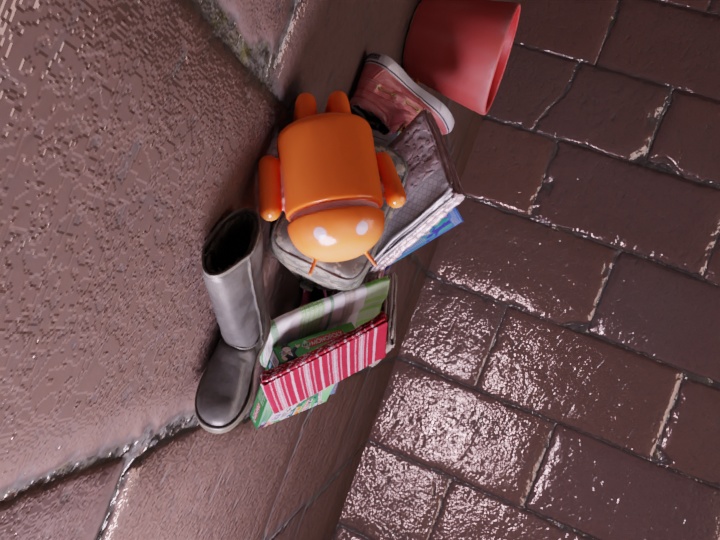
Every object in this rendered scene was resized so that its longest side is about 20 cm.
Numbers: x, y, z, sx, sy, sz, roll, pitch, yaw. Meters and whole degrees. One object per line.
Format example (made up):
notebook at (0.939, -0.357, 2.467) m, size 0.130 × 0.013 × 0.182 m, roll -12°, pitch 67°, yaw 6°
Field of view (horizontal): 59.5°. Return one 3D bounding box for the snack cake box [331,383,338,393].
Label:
snack cake box at (-0.058, 0.141, 1.250) m, size 0.115 × 0.066 × 0.203 m, roll 38°, pitch 72°, yaw -79°

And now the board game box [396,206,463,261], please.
board game box at (0.102, -0.092, 1.293) m, size 0.198 × 0.045 × 0.152 m, roll -31°, pitch 155°, yaw 10°

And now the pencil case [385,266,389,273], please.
pencil case at (0.029, -0.026, 1.189) m, size 0.200 × 0.077 × 0.088 m, roll -52°, pitch -135°, yaw 50°

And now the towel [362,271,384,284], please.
towel at (0.000, 0.000, 1.094) m, size 0.200 × 0.030 × 0.148 m, roll -17°, pitch -122°, yaw 65°

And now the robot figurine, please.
robot figurine at (-0.032, -0.098, 0.717) m, size 0.143 × 0.116 × 0.203 m, roll 2°, pitch 77°, yaw -50°

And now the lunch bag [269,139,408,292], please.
lunch bag at (-0.032, -0.076, 0.859) m, size 0.168 × 0.138 × 0.202 m, roll 136°, pitch -23°, yaw -76°

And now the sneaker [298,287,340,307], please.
sneaker at (-0.053, -0.006, 1.038) m, size 0.095 × 0.078 × 0.203 m, roll -12°, pitch 120°, yaw -63°

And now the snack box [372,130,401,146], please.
snack box at (0.041, -0.210, 1.124) m, size 0.169 × 0.067 × 0.203 m, roll 54°, pitch 56°, yaw -77°

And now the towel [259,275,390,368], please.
towel at (-0.052, 0.083, 0.927) m, size 0.198 × 0.031 × 0.150 m, roll -20°, pitch 156°, yaw -19°

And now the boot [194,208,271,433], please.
boot at (-0.143, 0.060, 0.695) m, size 0.201 × 0.071 × 0.184 m, roll 105°, pitch -3°, yaw -55°

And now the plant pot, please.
plant pot at (0.184, -0.415, 1.176) m, size 0.200 × 0.175 × 0.203 m, roll 20°, pitch 90°, yaw -78°

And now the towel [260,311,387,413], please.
towel at (-0.047, 0.136, 0.911) m, size 0.198 × 0.023 × 0.145 m, roll -26°, pitch 154°, yaw -13°

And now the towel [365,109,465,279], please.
towel at (0.053, -0.114, 0.929) m, size 0.200 × 0.032 × 0.193 m, roll -42°, pitch -139°, yaw 29°

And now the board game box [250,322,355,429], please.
board game box at (-0.089, 0.164, 0.965) m, size 0.133 × 0.029 × 0.201 m, roll -17°, pitch 148°, yaw -33°

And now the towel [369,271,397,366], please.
towel at (0.032, 0.087, 1.101) m, size 0.200 × 0.034 × 0.135 m, roll 112°, pitch -17°, yaw -70°

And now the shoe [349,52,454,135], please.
shoe at (0.065, -0.247, 0.994) m, size 0.199 × 0.071 × 0.092 m, roll 30°, pitch 84°, yaw -40°

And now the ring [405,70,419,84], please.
ring at (0.122, -0.282, 1.192) m, size 0.200 × 0.019 × 0.203 m, roll -20°, pitch 91°, yaw -86°
